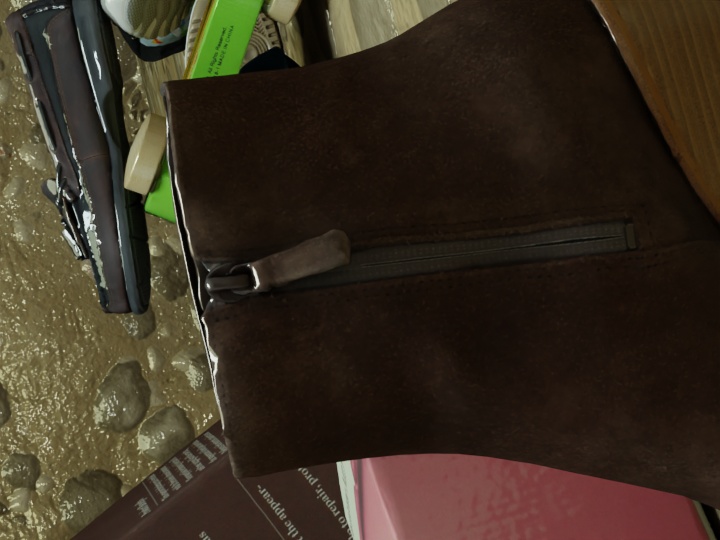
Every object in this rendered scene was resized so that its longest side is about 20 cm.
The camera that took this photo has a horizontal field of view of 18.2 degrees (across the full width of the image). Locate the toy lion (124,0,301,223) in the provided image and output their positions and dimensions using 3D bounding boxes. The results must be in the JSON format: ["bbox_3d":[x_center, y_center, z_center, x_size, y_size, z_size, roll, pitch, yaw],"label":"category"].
[{"bbox_3d":[-0.091,-0.122,1.379,0.192,0.068,0.201,147,141,-77],"label":"toy lion"}]

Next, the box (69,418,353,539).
[{"bbox_3d":[-0.056,0.179,1.301,0.164,0.200,0.166,52,174,-6],"label":"box"}]

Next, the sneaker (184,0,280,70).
[{"bbox_3d":[-0.089,-0.117,1.633,0.112,0.071,0.201,-122,23,-75],"label":"sneaker"}]

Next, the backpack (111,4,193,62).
[{"bbox_3d":[-0.166,-0.267,1.723,0.200,0.153,0.164,27,-132,-71],"label":"backpack"}]

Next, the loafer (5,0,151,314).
[{"bbox_3d":[-0.170,-0.069,1.364,0.072,0.063,0.201,19,-118,-86],"label":"loafer"}]

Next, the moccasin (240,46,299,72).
[{"bbox_3d":[-0.043,-0.072,1.413,0.068,0.080,0.200,49,-155,-28],"label":"moccasin"}]

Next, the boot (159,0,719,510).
[{"bbox_3d":[0.049,0.029,0.546,0.072,0.166,0.201,149,106,-82],"label":"boot"}]

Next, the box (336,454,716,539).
[{"bbox_3d":[0.068,0.125,0.808,0.128,0.109,0.200,85,167,-53],"label":"box"}]

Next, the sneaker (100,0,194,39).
[{"bbox_3d":[-0.132,-0.209,1.412,0.200,0.082,0.075,-65,-1,-58],"label":"sneaker"}]
